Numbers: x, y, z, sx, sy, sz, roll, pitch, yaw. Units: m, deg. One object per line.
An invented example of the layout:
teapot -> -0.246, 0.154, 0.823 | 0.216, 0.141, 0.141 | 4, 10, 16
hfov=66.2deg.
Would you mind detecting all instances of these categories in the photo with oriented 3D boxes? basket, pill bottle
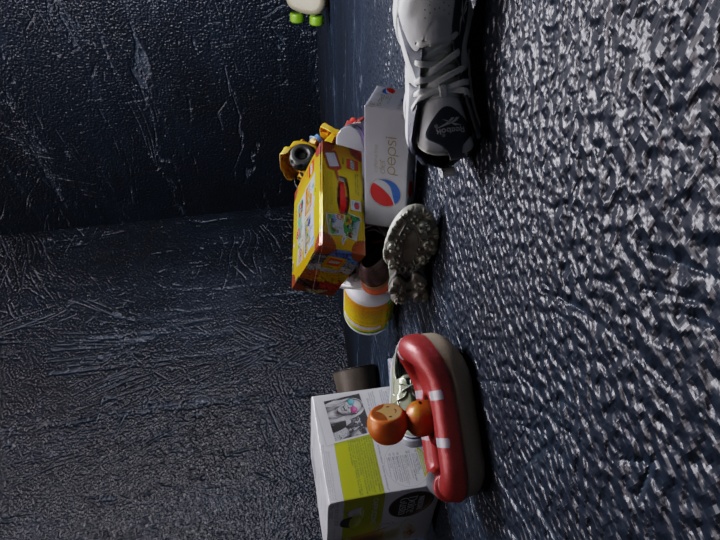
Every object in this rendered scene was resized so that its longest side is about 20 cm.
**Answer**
basket -> -0.001, 0.398, 1.663 | 0.180, 0.133, 0.204 | 122, 138, -72
pill bottle -> 0.020, 0.042, 1.144 | 0.201, 0.109, 0.113 | 93, 169, -58

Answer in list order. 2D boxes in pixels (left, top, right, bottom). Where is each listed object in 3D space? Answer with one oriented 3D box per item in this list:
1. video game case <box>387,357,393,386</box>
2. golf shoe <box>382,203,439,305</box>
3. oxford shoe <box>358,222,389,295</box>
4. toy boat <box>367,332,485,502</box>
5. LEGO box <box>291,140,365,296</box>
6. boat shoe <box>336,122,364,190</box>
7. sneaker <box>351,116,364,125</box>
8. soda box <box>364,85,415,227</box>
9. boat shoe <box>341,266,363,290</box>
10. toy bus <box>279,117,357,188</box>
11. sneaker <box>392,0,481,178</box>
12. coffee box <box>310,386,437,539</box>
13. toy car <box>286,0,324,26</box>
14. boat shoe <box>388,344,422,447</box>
video game case -> 0.087, 0.289, 1.192 | 0.200, 0.017, 0.146 | -129, 34, -79
golf shoe -> 0.066, -0.039, 0.805 | 0.202, 0.077, 0.099 | 93, 175, -53
oxford shoe -> 0.037, -0.063, 0.902 | 0.073, 0.070, 0.203 | 67, -154, -53
toy boat -> 0.071, 0.182, 0.685 | 0.131, 0.128, 0.204 | 110, 153, -76
LEGO box -> -0.056, -0.084, 0.919 | 0.149, 0.076, 0.203 | 131, 143, -53
boat shoe -> 0.007, -0.167, 1.007 | 0.066, 0.071, 0.203 | -47, -57, -57
sneaker -> -0.009, -0.198, 1.074 | 0.078, 0.081, 0.204 | 7, 84, 66
soda box -> 0.045, -0.160, 0.815 | 0.064, 0.067, 0.202 | -66, -18, -44
boat shoe -> 0.000, 0.000, 0.978 | 0.198, 0.065, 0.074 | 2, 90, 46
toy bus -> -0.064, -0.271, 1.276 | 0.136, 0.197, 0.195 | 88, -157, -71
sneaker -> 0.077, -0.172, 0.518 | 0.201, 0.078, 0.131 | 92, 169, -55
coffee box -> 0.018, 0.357, 0.998 | 0.202, 0.194, 0.202 | -107, 16, -46
toy car -> -0.166, -1.005, 2.006 | 0.201, 0.155, 0.167 | -59, -22, -49
boat shoe -> 0.078, 0.206, 0.945 | 0.201, 0.070, 0.063 | -100, 4, -55
